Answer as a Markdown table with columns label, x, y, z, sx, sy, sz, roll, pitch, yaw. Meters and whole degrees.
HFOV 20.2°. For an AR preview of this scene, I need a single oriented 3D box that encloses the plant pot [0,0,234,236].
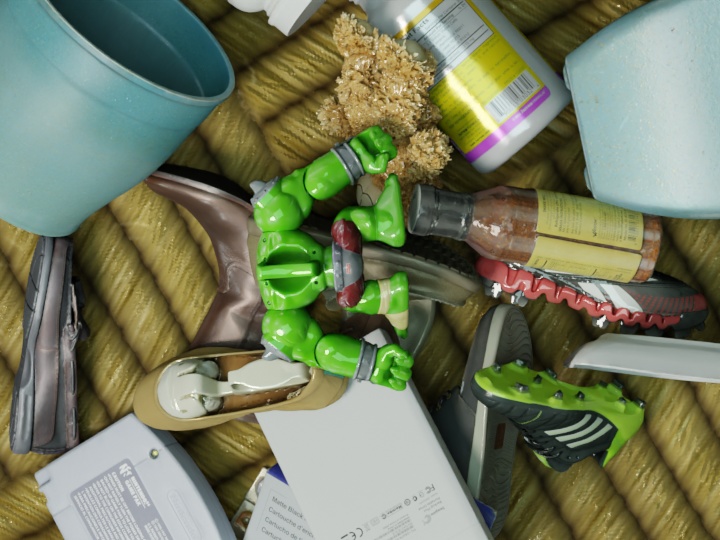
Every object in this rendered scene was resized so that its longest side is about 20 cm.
| label | x | y | z | sx | sy | sz | roll | pitch | yaw |
| --- | --- | --- | --- | --- | --- | --- | --- | --- | --- |
| plant pot | -0.236 | -0.136 | 1.649 | 0.200 | 0.200 | 0.188 | 38 | 113 | -1 |

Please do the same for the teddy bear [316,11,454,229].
| label | x | y | z | sx | sy | sz | roll | pitch | yaw |
| --- | --- | --- | --- | --- | --- | --- | --- | --- | --- |
| teddy bear | 0.019 | -0.114 | 1.633 | 0.145 | 0.200 | 0.067 | 35 | 55 | 20 |

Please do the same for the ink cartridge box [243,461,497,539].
| label | x | y | z | sx | sy | sz | roll | pitch | yaw |
| --- | --- | --- | --- | --- | --- | --- | --- | --- | --- |
| ink cartridge box | -0.006 | 0.247 | 1.691 | 0.199 | 0.041 | 0.200 | 26 | 108 | 24 |

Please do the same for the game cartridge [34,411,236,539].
| label | x | y | z | sx | sy | sz | roll | pitch | yaw |
| --- | --- | --- | --- | --- | --- | --- | --- | --- | --- |
| game cartridge | -0.180 | 0.229 | 1.729 | 0.133 | 0.041 | 0.200 | -32 | 82 | 19 |

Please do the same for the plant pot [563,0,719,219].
| label | x | y | z | sx | sy | sz | roll | pitch | yaw |
| --- | --- | --- | --- | --- | --- | --- | --- | --- | --- |
| plant pot | 0.271 | -0.137 | 1.611 | 0.200 | 0.196 | 0.197 | -11 | 96 | 12 |

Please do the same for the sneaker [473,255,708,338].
| label | x | y | z | sx | sy | sz | roll | pitch | yaw |
| --- | --- | --- | --- | --- | --- | --- | --- | --- | --- |
| sneaker | 0.199 | -0.006 | 1.685 | 0.200 | 0.071 | 0.098 | 16 | 100 | 3 |

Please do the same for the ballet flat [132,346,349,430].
| label | x | y | z | sx | sy | sz | roll | pitch | yaw |
| --- | --- | --- | --- | --- | --- | --- | --- | --- | --- |
| ballet flat | -0.109 | 0.090 | 1.664 | 0.200 | 0.063 | 0.069 | -11 | 76 | 20 |

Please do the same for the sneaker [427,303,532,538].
| label | x | y | z | sx | sy | sz | roll | pitch | yaw |
| --- | --- | --- | --- | --- | --- | --- | --- | --- | --- |
| sneaker | 0.076 | 0.121 | 1.699 | 0.106 | 0.075 | 0.200 | 10 | 90 | 33 |

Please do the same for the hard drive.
| label | x | y | z | sx | sy | sz | roll | pitch | yaw |
| --- | --- | --- | --- | --- | --- | --- | --- | --- | --- |
| hard drive | 0.009 | 0.167 | 1.653 | 0.132 | 0.027 | 0.200 | -32 | 71 | 14 |

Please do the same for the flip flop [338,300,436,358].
| label | x | y | z | sx | sy | sz | roll | pitch | yaw |
| --- | --- | --- | --- | --- | --- | --- | --- | --- | --- |
| flip flop | 0.002 | 0.074 | 1.715 | 0.081 | 0.058 | 0.200 | 29 | 96 | 0 |

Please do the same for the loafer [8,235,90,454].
| label | x | y | z | sx | sy | sz | roll | pitch | yaw |
| --- | --- | --- | --- | --- | --- | --- | --- | --- | --- |
| loafer | -0.261 | 0.063 | 1.737 | 0.063 | 0.072 | 0.200 | 7 | 104 | -16 |

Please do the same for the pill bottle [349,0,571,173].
| label | x | y | z | sx | sy | sz | roll | pitch | yaw |
| --- | --- | --- | --- | --- | --- | --- | --- | --- | --- |
| pill bottle | 0.074 | -0.184 | 1.656 | 0.104 | 0.104 | 0.200 | -41 | 92 | 8 |

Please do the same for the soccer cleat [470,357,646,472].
| label | x | y | z | sx | sy | sz | roll | pitch | yaw |
| --- | --- | --- | --- | --- | --- | --- | --- | --- | --- |
| soccer cleat | 0.157 | 0.124 | 1.660 | 0.068 | 0.200 | 0.081 | 44 | 111 | 42 |

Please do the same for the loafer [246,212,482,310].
| label | x | y | z | sx | sy | sz | roll | pitch | yaw |
| --- | --- | --- | --- | --- | --- | --- | --- | --- | --- |
| loafer | 0.000 | 0.000 | 1.664 | 0.200 | 0.076 | 0.068 | 14 | 107 | 3 |

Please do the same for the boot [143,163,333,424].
| label | x | y | z | sx | sy | sz | roll | pitch | yaw |
| --- | --- | --- | --- | --- | --- | --- | --- | --- | --- |
| boot | -0.131 | 0.024 | 1.722 | 0.186 | 0.064 | 0.200 | 22 | 103 | 3 |

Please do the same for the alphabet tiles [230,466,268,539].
| label | x | y | z | sx | sy | sz | roll | pitch | yaw |
| --- | --- | --- | --- | --- | --- | --- | --- | --- | --- |
| alphabet tiles | -0.026 | 0.265 | 1.767 | 0.200 | 0.006 | 0.167 | 32 | 99 | 0 |

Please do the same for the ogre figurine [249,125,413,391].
| label | x | y | z | sx | sy | sz | roll | pitch | yaw |
| --- | --- | --- | --- | --- | --- | --- | --- | --- | --- |
| ogre figurine | -0.024 | -0.007 | 1.579 | 0.120 | 0.098 | 0.200 | -4 | 111 | -6 |

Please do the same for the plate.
| label | x | y | z | sx | sy | sz | roll | pitch | yaw |
| --- | --- | --- | --- | --- | --- | --- | --- | --- | --- |
| plate | 0.267 | 0.074 | 1.628 | 0.199 | 0.200 | 0.032 | 7 | 88 | 4 |

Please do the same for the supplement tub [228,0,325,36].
| label | x | y | z | sx | sy | sz | roll | pitch | yaw |
| --- | --- | --- | --- | --- | --- | --- | --- | --- | --- |
| supplement tub | -0.093 | -0.302 | 1.633 | 0.200 | 0.145 | 0.145 | 42 | 98 | -2 |

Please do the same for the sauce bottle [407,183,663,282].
| label | x | y | z | sx | sy | sz | roll | pitch | yaw |
| --- | --- | --- | --- | --- | --- | --- | --- | --- | --- |
| sauce bottle | 0.139 | -0.035 | 1.610 | 0.200 | 0.066 | 0.066 | 11 | 98 | -10 |
